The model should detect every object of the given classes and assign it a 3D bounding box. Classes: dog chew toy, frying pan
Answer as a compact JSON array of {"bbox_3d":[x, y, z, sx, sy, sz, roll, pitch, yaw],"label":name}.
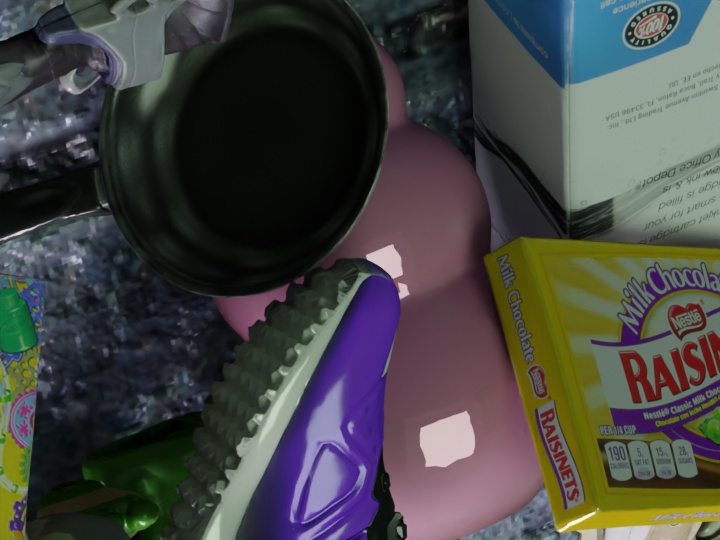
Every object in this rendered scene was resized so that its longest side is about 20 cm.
[{"bbox_3d":[0.000,0.000,0.878,0.124,0.125,0.200,-21,95,-17],"label":"dog chew toy"},{"bbox_3d":[-0.064,-0.023,0.828,0.190,0.115,0.031,-42,156,19],"label":"frying pan"}]

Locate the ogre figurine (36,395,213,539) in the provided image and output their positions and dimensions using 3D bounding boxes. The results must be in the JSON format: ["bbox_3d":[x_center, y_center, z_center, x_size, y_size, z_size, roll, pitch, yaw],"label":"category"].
[{"bbox_3d":[-0.076,0.127,0.889,0.098,0.200,0.120,-11,102,9],"label":"ogre figurine"}]

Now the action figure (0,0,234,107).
[{"bbox_3d":[-0.144,-0.067,0.773,0.200,0.130,0.069,-34,160,-13],"label":"action figure"}]

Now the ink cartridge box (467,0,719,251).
[{"bbox_3d":[0.121,-0.074,0.917,0.145,0.084,0.200,-22,137,-16],"label":"ink cartridge box"}]

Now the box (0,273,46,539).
[{"bbox_3d":[-0.216,0.068,0.719,0.200,0.193,0.122,8,73,-19],"label":"box"}]

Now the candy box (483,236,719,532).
[{"bbox_3d":[0.133,0.040,0.884,0.200,0.102,0.026,2,154,-43],"label":"candy box"}]

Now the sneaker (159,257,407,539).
[{"bbox_3d":[-0.013,0.098,0.804,0.099,0.070,0.200,21,91,-16],"label":"sneaker"}]

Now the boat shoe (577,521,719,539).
[{"bbox_3d":[0.123,0.090,0.988,0.200,0.068,0.075,53,41,-73],"label":"boat shoe"}]

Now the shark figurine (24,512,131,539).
[{"bbox_3d":[-0.065,0.104,0.703,0.089,0.214,0.128,7,88,-20],"label":"shark figurine"}]

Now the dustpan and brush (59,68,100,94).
[{"bbox_3d":[-0.035,-0.137,0.843,0.140,0.057,0.200,34,91,-46],"label":"dustpan and brush"}]
